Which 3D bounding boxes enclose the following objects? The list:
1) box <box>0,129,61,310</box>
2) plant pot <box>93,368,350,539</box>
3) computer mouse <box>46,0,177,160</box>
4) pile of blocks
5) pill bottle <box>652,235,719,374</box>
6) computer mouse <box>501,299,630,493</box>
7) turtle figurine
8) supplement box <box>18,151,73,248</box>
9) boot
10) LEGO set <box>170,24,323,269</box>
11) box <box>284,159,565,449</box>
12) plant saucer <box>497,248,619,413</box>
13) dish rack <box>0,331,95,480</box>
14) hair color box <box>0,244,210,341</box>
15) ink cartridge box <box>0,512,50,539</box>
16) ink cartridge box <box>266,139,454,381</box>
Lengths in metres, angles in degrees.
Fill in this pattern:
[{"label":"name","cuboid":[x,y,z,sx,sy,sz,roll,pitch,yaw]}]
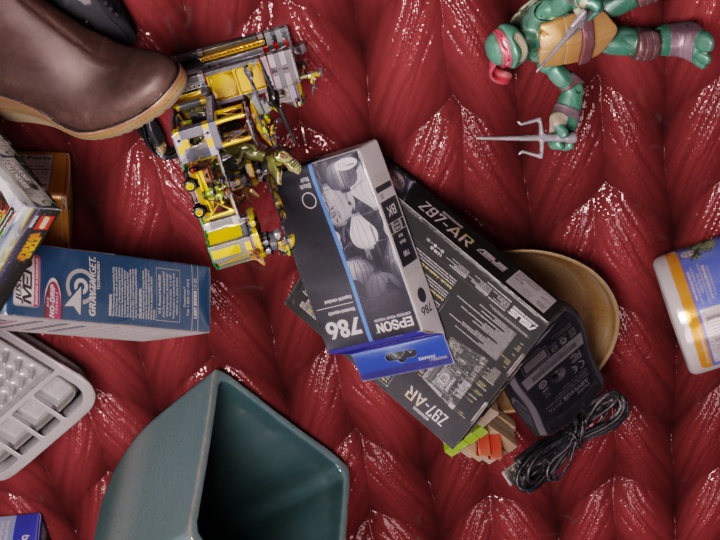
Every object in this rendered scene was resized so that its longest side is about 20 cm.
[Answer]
[{"label":"box","cuboid":[-0.318,-0.015,1.116,0.040,0.137,0.200,2,131,-54]},{"label":"plant pot","cuboid":[-0.150,0.255,1.402,0.200,0.196,0.196,-31,126,29]},{"label":"computer mouse","cuboid":[-0.190,-0.160,1.153,0.058,0.034,0.200,-22,128,11]},{"label":"pile of blocks","cuboid":[0.086,0.119,1.341,0.082,0.062,0.201,-17,129,9]},{"label":"pill bottle","cuboid":[0.368,0.010,1.292,0.199,0.112,0.112,-19,128,10]},{"label":"computer mouse","cuboid":[0.164,0.097,1.327,0.138,0.053,0.201,-34,131,-13]},{"label":"turtle figurine","cuboid":[0.171,-0.178,1.129,0.199,0.101,0.150,-18,145,-9]},{"label":"supplement box","cuboid":[-0.337,-0.056,1.206,0.199,0.069,0.067,3,130,-5]},{"label":"boot","cuboid":[-0.240,-0.174,1.073,0.199,0.073,0.167,1,143,30]},{"label":"LEGO set","cuboid":[-0.074,-0.100,1.125,0.115,0.200,0.154,-15,111,2]},{"label":"box","cuboid":[0.051,0.030,1.253,0.200,0.044,0.161,40,123,11]},{"label":"plant saucer","cuboid":[0.136,0.049,1.351,0.199,0.036,0.201,-2,130,-3]},{"label":"dish rack","cuboid":[-0.360,0.098,1.344,0.171,0.044,0.200,-39,122,25]},{"label":"hair color box","cuboid":[-0.230,0.020,1.206,0.199,0.061,0.100,7,168,-44]},{"label":"ink cartridge box","cuboid":[-0.384,0.323,1.507,0.199,0.077,0.137,-6,130,-2]},{"label":"ink cartridge box","cuboid":[0.000,0.000,1.222,0.099,0.039,0.201,-15,101,32]}]
